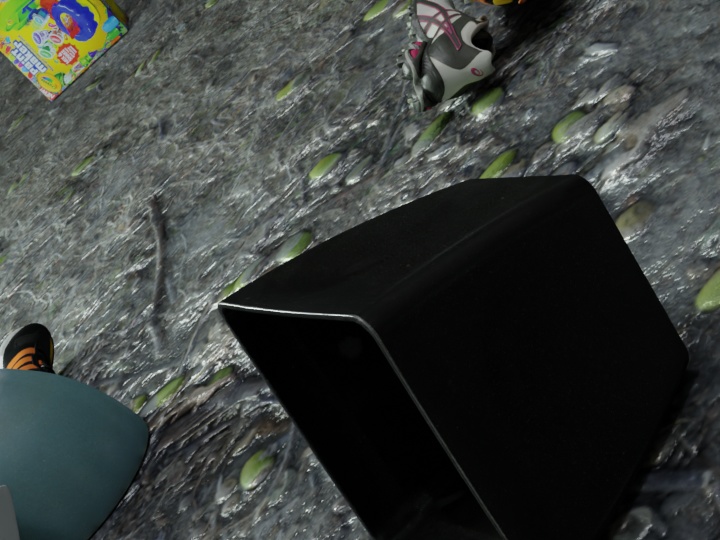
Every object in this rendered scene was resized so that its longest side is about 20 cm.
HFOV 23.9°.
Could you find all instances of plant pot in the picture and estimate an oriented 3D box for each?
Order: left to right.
[{"bbox_3d":[-0.308,0.166,1.526,0.200,0.135,0.200,-38,21,18],"label":"plant pot"},{"bbox_3d":[0.068,0.050,0.999,0.177,0.200,0.200,-40,18,-22],"label":"plant pot"}]

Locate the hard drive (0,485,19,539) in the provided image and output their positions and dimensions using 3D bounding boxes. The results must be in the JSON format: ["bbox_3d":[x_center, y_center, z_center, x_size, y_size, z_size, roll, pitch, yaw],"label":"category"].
[{"bbox_3d":[-0.343,0.259,1.447,0.027,0.133,0.199,-8,-6,-40],"label":"hard drive"}]

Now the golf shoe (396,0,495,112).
[{"bbox_3d":[0.089,-0.214,1.624,0.088,0.078,0.200,-14,30,13],"label":"golf shoe"}]

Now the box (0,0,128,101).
[{"bbox_3d":[-0.549,-0.448,3.020,0.192,0.200,0.122,-41,22,9],"label":"box"}]

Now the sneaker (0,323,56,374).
[{"bbox_3d":[-0.339,0.123,1.777,0.090,0.070,0.201,-18,31,22],"label":"sneaker"}]

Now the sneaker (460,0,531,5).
[{"bbox_3d":[0.153,-0.285,1.616,0.089,0.070,0.200,10,20,12],"label":"sneaker"}]
